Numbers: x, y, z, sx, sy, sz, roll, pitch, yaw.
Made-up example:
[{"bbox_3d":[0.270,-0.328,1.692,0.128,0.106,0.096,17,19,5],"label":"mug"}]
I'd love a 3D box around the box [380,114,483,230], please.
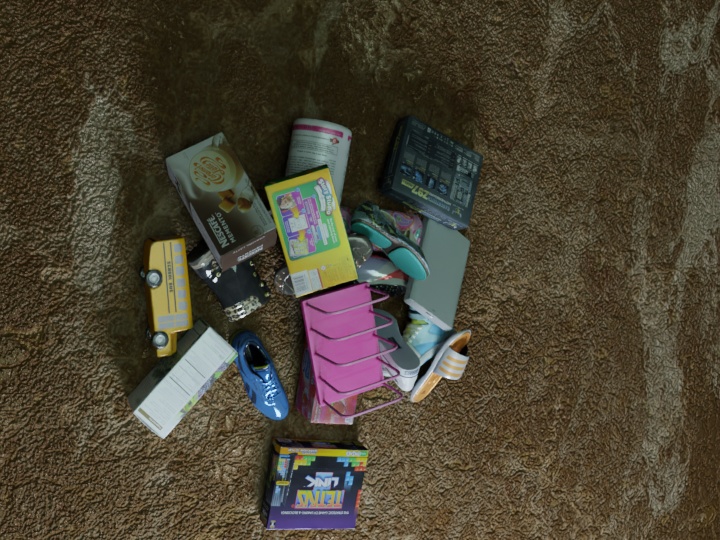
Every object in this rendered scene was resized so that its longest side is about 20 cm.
[{"bbox_3d":[0.145,-0.192,1.601,0.196,0.051,0.162,22,72,-26],"label":"box"}]

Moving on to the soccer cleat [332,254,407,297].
[{"bbox_3d":[0.000,0.000,1.585,0.195,0.068,0.075,9,63,-16],"label":"soccer cleat"}]

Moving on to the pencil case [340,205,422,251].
[{"bbox_3d":[0.022,-0.078,1.562,0.195,0.087,0.090,6,96,-27],"label":"pencil case"}]

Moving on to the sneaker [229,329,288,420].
[{"bbox_3d":[-0.185,0.207,1.517,0.065,0.078,0.204,-31,111,-19],"label":"sneaker"}]

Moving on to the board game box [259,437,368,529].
[{"bbox_3d":[-0.092,0.428,1.608,0.195,0.056,0.170,7,94,-26],"label":"board game box"}]

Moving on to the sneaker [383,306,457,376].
[{"bbox_3d":[0.105,0.122,1.641,0.197,0.079,0.134,-27,111,-29],"label":"sneaker"}]

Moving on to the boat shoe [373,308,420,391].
[{"bbox_3d":[0.052,0.154,1.567,0.072,0.201,0.067,-5,126,-19],"label":"boat shoe"}]

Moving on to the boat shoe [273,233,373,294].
[{"bbox_3d":[-0.071,-0.025,1.489,0.195,0.074,0.076,-20,114,10],"label":"boat shoe"}]

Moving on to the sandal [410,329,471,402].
[{"bbox_3d":[0.179,0.209,1.653,0.078,0.059,0.209,-6,134,-50],"label":"sandal"}]

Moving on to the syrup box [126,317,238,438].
[{"bbox_3d":[-0.322,0.192,1.447,0.082,0.078,0.201,45,79,-24],"label":"syrup box"}]

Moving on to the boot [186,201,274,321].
[{"bbox_3d":[-0.206,-0.018,1.473,0.199,0.072,0.153,-40,119,-25],"label":"boot"}]

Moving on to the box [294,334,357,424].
[{"bbox_3d":[-0.057,0.186,1.560,0.093,0.099,0.206,7,95,-25],"label":"box"}]

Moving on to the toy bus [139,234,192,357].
[{"bbox_3d":[-0.344,0.044,1.421,0.076,0.065,0.206,-8,101,-25],"label":"toy bus"}]

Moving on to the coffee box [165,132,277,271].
[{"bbox_3d":[-0.239,-0.118,1.385,0.113,0.080,0.203,-27,77,-17],"label":"coffee box"}]

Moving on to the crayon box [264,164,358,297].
[{"bbox_3d":[-0.084,-0.069,1.400,0.116,0.058,0.205,-16,101,-2],"label":"crayon box"}]

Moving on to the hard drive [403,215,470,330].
[{"bbox_3d":[0.157,0.000,1.620,0.131,0.026,0.204,34,59,-33],"label":"hard drive"}]

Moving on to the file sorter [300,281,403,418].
[{"bbox_3d":[-0.009,0.144,1.451,0.136,0.125,0.206,-15,103,-22],"label":"file sorter"}]

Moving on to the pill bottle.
[{"bbox_3d":[-0.086,-0.166,1.475,0.111,0.113,0.206,10,90,-26],"label":"pill bottle"}]

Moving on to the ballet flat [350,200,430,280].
[{"bbox_3d":[0.066,-0.061,1.508,0.199,0.074,0.075,39,82,-29],"label":"ballet flat"}]
